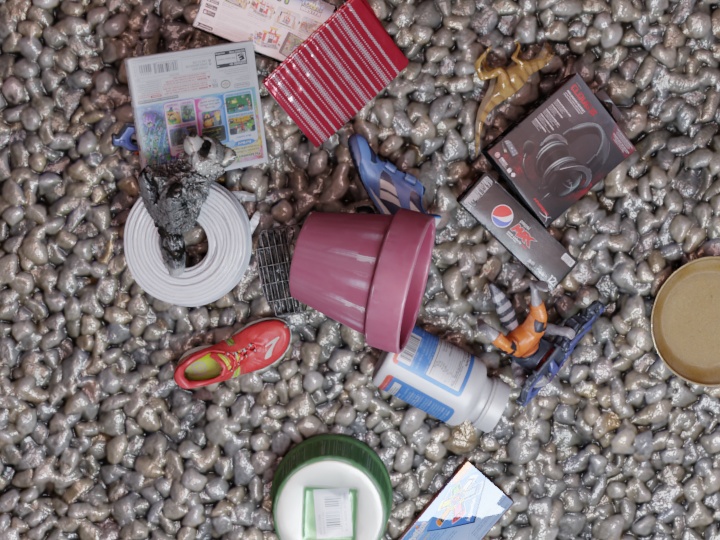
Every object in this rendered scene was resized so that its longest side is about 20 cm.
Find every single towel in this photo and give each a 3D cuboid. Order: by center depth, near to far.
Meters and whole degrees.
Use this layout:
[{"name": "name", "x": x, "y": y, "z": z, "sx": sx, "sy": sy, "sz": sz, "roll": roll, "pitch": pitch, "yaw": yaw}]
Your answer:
[{"name": "towel", "x": -0.036, "y": -0.302, "z": 1.554, "sx": 0.199, "sy": 0.023, "sz": 0.145, "roll": -41, "pitch": 120, "yaw": 4}]

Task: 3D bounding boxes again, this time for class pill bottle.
[{"name": "pill bottle", "x": 0.125, "y": 0.168, "z": 1.575, "sx": 0.198, "sy": 0.112, "sz": 0.114, "roll": 28, "pitch": 94, "yaw": -3}]

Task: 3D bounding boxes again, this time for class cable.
[{"name": "cable", "x": -0.265, "y": -0.043, "z": 1.573, "sx": 0.196, "sy": 0.069, "sz": 0.204, "roll": 15, "pitch": 96, "yaw": -5}]

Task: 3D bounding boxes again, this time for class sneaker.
[{"name": "sneaker", "x": 0.050, "y": -0.129, "z": 1.570, "sx": 0.082, "sy": 0.074, "sz": 0.202, "roll": -32, "pitch": 103, "yaw": 3}, {"name": "sneaker", "x": -0.196, "y": 0.138, "z": 1.584, "sx": 0.197, "sy": 0.085, "sz": 0.078, "roll": -25, "pitch": 95, "yaw": 2}]

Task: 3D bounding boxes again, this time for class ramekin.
[{"name": "ramekin", "x": -0.046, "y": 0.365, "z": 1.597, "sx": 0.196, "sy": 0.098, "sz": 0.204, "roll": 0, "pitch": 95, "yaw": 0}]

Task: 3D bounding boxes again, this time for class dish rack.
[{"name": "dish rack", "x": -0.059, "y": -0.011, "z": 1.589, "sx": 0.196, "sy": 0.055, "sz": 0.157, "roll": -10, "pitch": 93, "yaw": 3}]

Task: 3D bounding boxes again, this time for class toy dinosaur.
[{"name": "toy dinosaur", "x": 0.213, "y": -0.283, "z": 1.562, "sx": 0.106, "sy": 0.060, "sz": 0.200, "roll": 44, "pitch": 94, "yaw": -5}]

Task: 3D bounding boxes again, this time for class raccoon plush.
[{"name": "raccoon plush", "x": -0.247, "y": -0.107, "z": 1.507, "sx": 0.133, "sy": 0.202, "sz": 0.097, "roll": -31, "pitch": 57, "yaw": -32}]

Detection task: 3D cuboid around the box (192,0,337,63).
[{"name": "box", "x": -0.145, "y": -0.385, "z": 1.564, "sx": 0.197, "sy": 0.035, "sz": 0.112, "roll": 22, "pitch": 94, "yaw": -2}]

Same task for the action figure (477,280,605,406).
[{"name": "action figure", "x": 0.268, "y": 0.088, "z": 1.547, "sx": 0.200, "sy": 0.104, "sz": 0.195, "roll": -44, "pitch": 135, "yaw": -13}]

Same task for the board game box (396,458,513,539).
[{"name": "board game box", "x": 0.143, "y": 0.411, "z": 1.642, "sx": 0.103, "sy": 0.019, "sz": 0.201, "roll": 40, "pitch": 94, "yaw": -5}]

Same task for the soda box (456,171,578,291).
[{"name": "soda box", "x": 0.239, "y": -0.061, "z": 1.574, "sx": 0.200, "sy": 0.071, "sz": 0.063, "roll": 44, "pitch": 95, "yaw": -3}]

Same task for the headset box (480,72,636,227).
[{"name": "headset box", "x": 0.307, "y": -0.189, "z": 1.560, "sx": 0.199, "sy": 0.077, "sz": 0.149, "roll": -39, "pitch": 96, "yaw": 5}]

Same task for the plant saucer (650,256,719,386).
[{"name": "plant saucer", "x": 0.547, "y": 0.078, "z": 1.605, "sx": 0.196, "sy": 0.035, "sz": 0.205, "roll": 0, "pitch": 96, "yaw": 0}]

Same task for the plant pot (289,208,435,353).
[{"name": "plant pot", "x": 0.000, "y": 0.000, "z": 1.477, "sx": 0.176, "sy": 0.200, "sz": 0.204, "roll": 14, "pitch": 95, "yaw": 11}]

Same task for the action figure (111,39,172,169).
[{"name": "action figure", "x": -0.283, "y": -0.232, "z": 1.567, "sx": 0.197, "sy": 0.104, "sz": 0.197, "roll": 11, "pitch": 103, "yaw": -31}]

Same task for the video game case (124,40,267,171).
[{"name": "video game case", "x": -0.240, "y": -0.234, "z": 1.521, "sx": 0.197, "sy": 0.024, "sz": 0.186, "roll": -15, "pitch": 108, "yaw": -27}]
